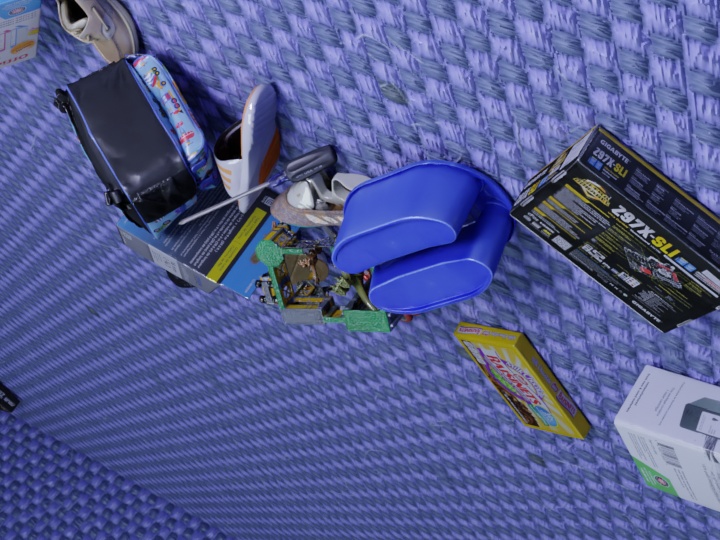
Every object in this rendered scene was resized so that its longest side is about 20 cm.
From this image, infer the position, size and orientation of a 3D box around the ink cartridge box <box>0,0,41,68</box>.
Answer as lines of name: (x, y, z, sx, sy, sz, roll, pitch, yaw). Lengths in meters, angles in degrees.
ink cartridge box: (-0.441, -0.305, 1.608, 0.125, 0.128, 0.200, 65, 161, 9)

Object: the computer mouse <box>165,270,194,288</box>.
computer mouse: (-0.228, -0.009, 2.112, 0.200, 0.034, 0.059, -7, 117, 53)

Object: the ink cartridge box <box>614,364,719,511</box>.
ink cartridge box: (0.396, 0.198, 1.546, 0.200, 0.084, 0.146, 17, 152, 38)

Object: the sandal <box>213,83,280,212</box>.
sandal: (-0.131, -0.149, 1.613, 0.059, 0.079, 0.207, 25, 149, 11)

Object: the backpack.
backpack: (-0.249, -0.137, 1.678, 0.183, 0.134, 0.200, 59, 175, 18)

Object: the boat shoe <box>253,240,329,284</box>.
boat shoe: (-0.133, -0.039, 1.861, 0.200, 0.069, 0.071, 15, 135, 0)

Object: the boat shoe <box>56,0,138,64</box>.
boat shoe: (-0.307, -0.288, 1.587, 0.072, 0.065, 0.200, 25, 156, 24)

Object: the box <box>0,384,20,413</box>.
box: (-1.047, 0.308, 3.932, 0.200, 0.049, 0.161, 46, 159, -27)

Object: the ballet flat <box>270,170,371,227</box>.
ballet flat: (-0.028, -0.086, 1.614, 0.200, 0.068, 0.067, 6, 142, 33)

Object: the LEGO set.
LEGO set: (-0.017, -0.009, 1.697, 0.200, 0.116, 0.154, -8, 115, 31)

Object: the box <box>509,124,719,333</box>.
box: (0.254, -0.033, 1.325, 0.200, 0.049, 0.160, 37, 156, -4)

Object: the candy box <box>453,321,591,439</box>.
candy box: (0.203, 0.138, 1.784, 0.102, 0.026, 0.200, 6, 145, 45)

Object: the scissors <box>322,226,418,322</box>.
scissors: (0.000, 0.000, 1.808, 0.200, 0.014, 0.073, 40, 160, -17)

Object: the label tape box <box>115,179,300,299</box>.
label tape box: (-0.181, -0.051, 1.788, 0.200, 0.144, 0.063, 29, 158, 14)

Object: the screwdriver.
screwdriver: (-0.115, -0.091, 1.606, 0.029, 0.200, 0.028, 25, -137, -65)

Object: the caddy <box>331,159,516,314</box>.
caddy: (0.065, -0.041, 1.493, 0.200, 0.105, 0.141, -18, 127, 39)
